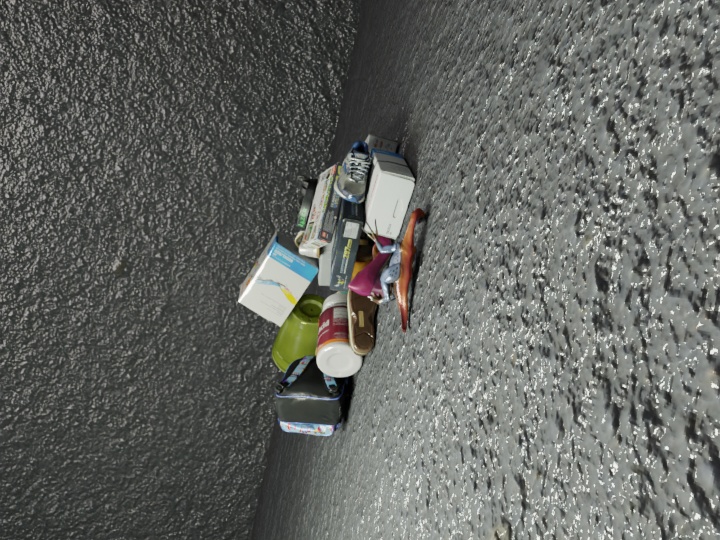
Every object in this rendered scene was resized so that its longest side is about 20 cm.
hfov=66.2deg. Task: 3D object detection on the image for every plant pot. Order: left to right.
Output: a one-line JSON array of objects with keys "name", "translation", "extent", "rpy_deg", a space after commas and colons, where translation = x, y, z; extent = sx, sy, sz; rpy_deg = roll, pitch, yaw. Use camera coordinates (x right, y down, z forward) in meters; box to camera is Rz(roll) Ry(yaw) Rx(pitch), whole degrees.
[{"name": "plant pot", "translation": [-0.159, 0.183, 1.653], "extent": [0.202, 0.197, 0.195], "rpy_deg": [-91, 11, -51]}]

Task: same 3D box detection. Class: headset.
[{"name": "headset", "translation": [-0.151, -0.201, 1.514], "extent": [0.201, 0.093, 0.124], "rpy_deg": [-76, 5, -51]}]

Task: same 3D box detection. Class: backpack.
[{"name": "backpack", "translation": [-0.116, 0.308, 1.422], "extent": [0.200, 0.180, 0.136], "rpy_deg": [-70, -20, -67]}]

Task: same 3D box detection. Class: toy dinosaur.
[{"name": "toy dinosaur", "translation": [0.090, -0.019, 1.048], "extent": [0.200, 0.104, 0.183], "rpy_deg": [47, 119, 32]}]

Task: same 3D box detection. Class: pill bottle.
[{"name": "pill bottle", "translation": [-0.052, 0.158, 1.395], "extent": [0.201, 0.113, 0.115], "rpy_deg": [-92, 17, -52]}]

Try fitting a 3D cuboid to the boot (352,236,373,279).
[{"name": "boot", "translation": [-0.001, 0.000, 1.465], "extent": [0.201, 0.070, 0.146], "rpy_deg": [-103, 21, -74]}]

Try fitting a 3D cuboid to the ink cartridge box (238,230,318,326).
[{"name": "ink cartridge box", "translation": [-0.231, 0.021, 1.558], "extent": [0.201, 0.144, 0.147], "rpy_deg": [-55, 16, 10]}]

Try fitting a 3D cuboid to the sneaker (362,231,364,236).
[{"name": "sneaker", "translation": [-0.007, -0.201, 1.666], "extent": [0.105, 0.074, 0.203], "rpy_deg": [111, 159, -59]}]

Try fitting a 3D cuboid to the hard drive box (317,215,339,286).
[{"name": "hard drive box", "translation": [-0.077, -0.080, 1.536], "extent": [0.156, 0.076, 0.203], "rpy_deg": [-104, 18, -65]}]

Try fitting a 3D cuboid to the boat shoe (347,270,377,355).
[{"name": "boat shoe", "translation": [0.000, 0.102, 1.305], "extent": [0.075, 0.074, 0.205], "rpy_deg": [110, 168, -64]}]

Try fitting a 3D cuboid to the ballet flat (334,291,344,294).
[{"name": "ballet flat", "translation": [-0.061, 0.098, 1.657], "extent": [0.200, 0.063, 0.076], "rpy_deg": [118, 162, -58]}]

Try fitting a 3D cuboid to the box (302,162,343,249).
[{"name": "box", "translation": [-0.088, -0.159, 1.384], "extent": [0.110, 0.034, 0.203], "rpy_deg": [-14, 60, 60]}]

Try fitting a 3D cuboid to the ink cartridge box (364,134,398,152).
[{"name": "ink cartridge box", "translation": [0.028, -0.245, 1.508], "extent": [0.176, 0.083, 0.203], "rpy_deg": [-179, 101, -82]}]

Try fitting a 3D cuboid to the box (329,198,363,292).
[{"name": "box", "translation": [-0.034, -0.076, 1.317], "extent": [0.159, 0.050, 0.202], "rpy_deg": [-90, 11, -54]}]

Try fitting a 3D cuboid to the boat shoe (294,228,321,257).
[{"name": "boat shoe", "translation": [-0.146, -0.086, 1.513], "extent": [0.200, 0.068, 0.072], "rpy_deg": [-114, 26, -74]}]

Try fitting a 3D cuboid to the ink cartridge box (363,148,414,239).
[{"name": "ink cartridge box", "translation": [0.055, -0.184, 1.291], "extent": [0.201, 0.083, 0.147], "rpy_deg": [-100, 24, -64]}]

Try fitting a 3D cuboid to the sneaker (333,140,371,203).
[{"name": "sneaker", "translation": [-0.013, -0.236, 1.284], "extent": [0.201, 0.076, 0.086], "rpy_deg": [-89, 18, -47]}]

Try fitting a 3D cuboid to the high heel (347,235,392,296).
[{"name": "high heel", "translation": [0.020, -0.022, 1.261], "extent": [0.068, 0.095, 0.202], "rpy_deg": [114, 164, -49]}]

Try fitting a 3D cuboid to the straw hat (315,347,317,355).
[{"name": "straw hat", "translation": [-0.086, 0.246, 1.562], "extent": [0.201, 0.084, 0.204], "rpy_deg": [-168, 90, -80]}]
